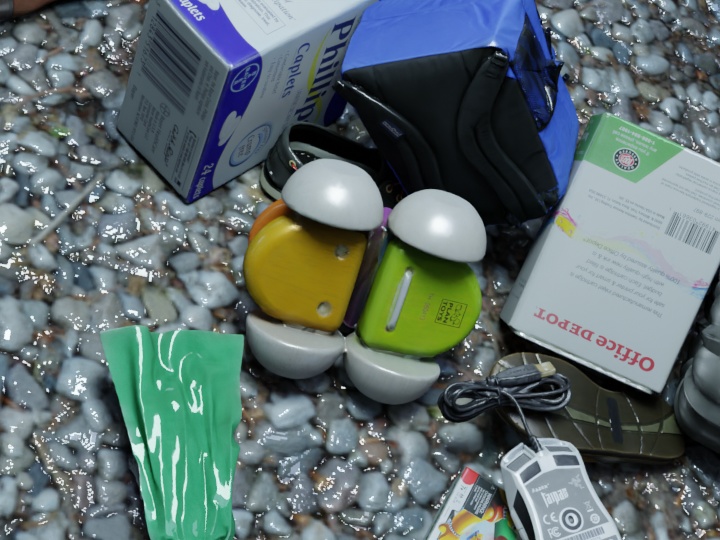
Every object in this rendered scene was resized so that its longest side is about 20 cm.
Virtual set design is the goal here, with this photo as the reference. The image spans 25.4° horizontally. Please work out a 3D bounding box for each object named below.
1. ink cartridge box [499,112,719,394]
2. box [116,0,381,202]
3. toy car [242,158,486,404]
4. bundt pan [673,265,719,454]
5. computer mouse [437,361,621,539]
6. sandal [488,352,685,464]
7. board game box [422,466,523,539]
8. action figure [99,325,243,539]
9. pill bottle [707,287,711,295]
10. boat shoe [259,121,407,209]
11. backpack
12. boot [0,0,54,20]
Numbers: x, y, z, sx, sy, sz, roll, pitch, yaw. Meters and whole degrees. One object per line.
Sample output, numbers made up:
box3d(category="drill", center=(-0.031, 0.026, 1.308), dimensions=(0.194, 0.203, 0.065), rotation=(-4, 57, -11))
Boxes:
box3d(category="ink cartridge box", center=(0.226, -0.015, 1.369), dimensions=(0.144, 0.088, 0.201), rotation=(24, 92, -3))
box3d(category="box", center=(-0.090, -0.185, 1.367), dimensions=(0.200, 0.184, 0.105), rotation=(-34, 73, -35))
box3d(category="toy car", center=(0.000, 0.000, 1.312), dimensions=(0.199, 0.176, 0.150), rotation=(15, 17, -10))
box3d(category="bundt pan", center=(0.322, 0.061, 1.357), dimensions=(0.075, 0.203, 0.203), rotation=(19, 51, 8))
box3d(category="computer mouse", center=(0.142, 0.171, 1.253), dimensions=(0.109, 0.044, 0.201), rotation=(-12, 68, -21))
box3d(category="sandal", center=(0.186, 0.126, 1.350), dimensions=(0.199, 0.055, 0.082), rotation=(13, 58, -30))
box3d(category="board game box", center=(0.090, 0.263, 1.224), dimensions=(0.126, 0.035, 0.200), rotation=(32, 52, 1))
box3d(category="action figure", center=(-0.134, 0.144, 1.207), dimensions=(0.117, 0.055, 0.201), rotation=(1, 64, -22))
box3d(category="pill bottle", center=(0.304, -0.044, 1.469), dimensions=(0.199, 0.111, 0.112), rotation=(23, 52, -5))
box3d(category="boat shoe", center=(0.013, -0.067, 1.404), dimensions=(0.200, 0.063, 0.074), rotation=(23, 50, -10))
box3d(category="backpack", center=(0.103, -0.144, 1.339), dimensions=(0.162, 0.201, 0.168), rotation=(-2, 44, 32))
box3d(category="boot", center=(-0.292, -0.321, 1.456), dimensions=(0.199, 0.069, 0.189), rotation=(-19, 65, -31))
